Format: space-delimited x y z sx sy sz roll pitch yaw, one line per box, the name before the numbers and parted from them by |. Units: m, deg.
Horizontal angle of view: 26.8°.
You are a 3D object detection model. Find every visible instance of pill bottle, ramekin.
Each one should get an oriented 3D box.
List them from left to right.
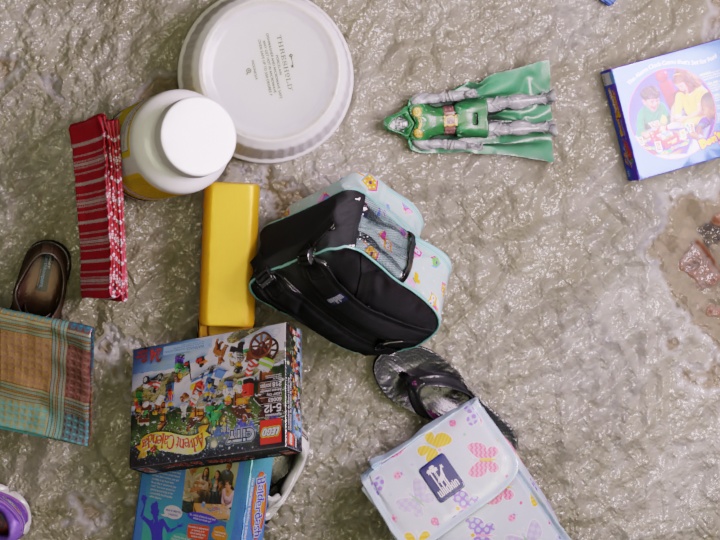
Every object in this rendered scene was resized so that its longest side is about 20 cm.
pill bottle | -0.203 -0.134 1.621 0.111 0.200 0.112 0 90 -24
ramekin | -0.104 -0.220 1.691 0.201 0.094 0.203 0 93 -6

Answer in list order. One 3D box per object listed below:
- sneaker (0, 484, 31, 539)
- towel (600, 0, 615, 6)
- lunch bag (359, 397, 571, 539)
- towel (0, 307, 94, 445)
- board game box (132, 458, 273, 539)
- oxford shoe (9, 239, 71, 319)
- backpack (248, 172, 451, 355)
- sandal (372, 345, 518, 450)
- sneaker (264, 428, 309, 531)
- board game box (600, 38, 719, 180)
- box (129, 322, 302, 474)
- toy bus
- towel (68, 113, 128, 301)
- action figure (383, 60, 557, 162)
sneaker | -0.464 0.255 1.677 0.199 0.083 0.081 14 91 -6
towel | 0.279 -0.427 1.763 0.144 0.024 0.201 28 89 -8
lunch bag | 0.115 0.266 1.715 0.169 0.127 0.200 -32 103 1
towel | -0.386 0.110 1.656 0.199 0.022 0.147 10 112 13
board game box | -0.176 0.252 1.685 0.152 0.045 0.201 7 88 31
oxford shoe | -0.367 0.067 1.680 0.072 0.084 0.201 6 94 -9
backpack | 0.000 0.000 1.672 0.200 0.176 0.154 40 44 -27
sandal | 0.104 0.154 1.758 0.200 0.048 0.075 37 89 -8
sneaker | -0.129 0.261 1.717 0.074 0.089 0.200 34 90 -9
board game box | 0.397 -0.196 1.778 0.199 0.045 0.135 -15 95 -6
box | -0.158 0.140 1.643 0.199 0.038 0.137 -11 67 25
toy bus | -0.149 0.001 1.705 0.065 0.078 0.201 2 93 -7
towel | -0.289 -0.067 1.654 0.022 0.145 0.201 -4 93 -26
action figure | 0.125 -0.175 1.745 0.199 0.055 0.119 -5 96 -3
